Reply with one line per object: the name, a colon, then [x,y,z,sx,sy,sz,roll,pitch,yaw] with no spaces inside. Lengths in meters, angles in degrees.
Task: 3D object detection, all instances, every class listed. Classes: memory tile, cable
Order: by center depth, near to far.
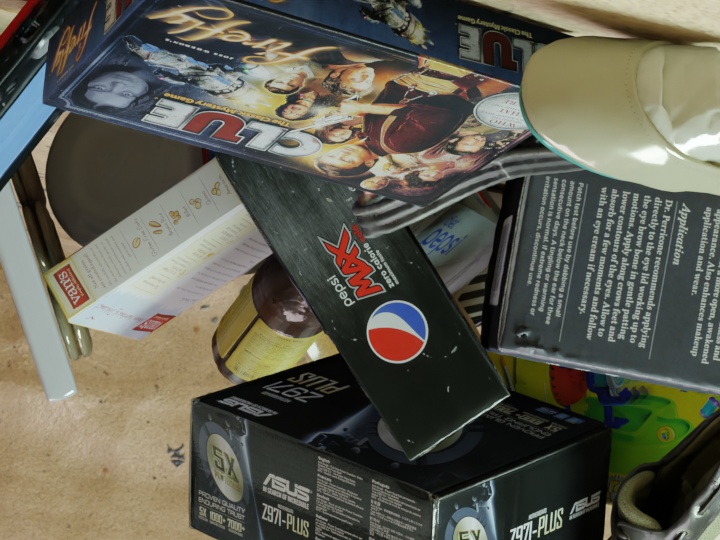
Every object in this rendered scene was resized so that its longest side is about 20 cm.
cable: [0.056,-0.063,1.082,0.050,0.097,0.199,51,152,-21]
memory tile: [-0.206,-0.040,1.422,0.017,0.202,0.153,-18,179,-6]

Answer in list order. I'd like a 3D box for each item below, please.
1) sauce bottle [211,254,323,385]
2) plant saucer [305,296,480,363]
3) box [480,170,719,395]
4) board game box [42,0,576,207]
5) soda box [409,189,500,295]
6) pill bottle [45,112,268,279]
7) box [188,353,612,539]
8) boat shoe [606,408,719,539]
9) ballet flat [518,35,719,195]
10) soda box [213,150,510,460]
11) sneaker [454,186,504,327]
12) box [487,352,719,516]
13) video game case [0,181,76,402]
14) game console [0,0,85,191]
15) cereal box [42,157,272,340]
sauce bottle: [-0.047,0.021,1.536,0.064,0.065,0.200,13,154,-17]
plant saucer: [0.030,0.054,1.566,0.200,0.035,0.201,35,147,27]
box: [0.172,0.011,1.203,0.198,0.105,0.148,10,179,-1]
board game box: [-0.023,-0.087,0.983,0.198,0.035,0.135,14,156,-25]
soda box: [0.040,-0.034,1.394,0.064,0.068,0.200,53,-172,13]
pill bottle: [-0.118,-0.050,1.500,0.111,0.113,0.200,10,175,24]
box: [0.022,0.123,1.327,0.199,0.087,0.163,18,-157,40]
boat shoe: [0.173,0.138,1.263,0.066,0.072,0.201,27,127,-21]
ballet flat: [0.158,-0.065,0.955,0.199,0.070,0.069,12,176,-36]
soda box: [0.000,0.000,1.223,0.070,0.201,0.063,-32,-176,1]
sneaker: [0.026,-0.012,1.590,0.199,0.116,0.076,11,176,12]
box: [0.187,0.052,1.407,0.191,0.202,0.122,8,174,35]
video game case: [-0.218,-0.033,1.362,0.022,0.202,0.182,-18,-168,-8]
game console: [-0.115,-0.080,1.122,0.118,0.173,0.200,38,175,1]
cereal box: [-0.083,-0.030,1.352,0.199,0.040,0.144,-32,169,6]
